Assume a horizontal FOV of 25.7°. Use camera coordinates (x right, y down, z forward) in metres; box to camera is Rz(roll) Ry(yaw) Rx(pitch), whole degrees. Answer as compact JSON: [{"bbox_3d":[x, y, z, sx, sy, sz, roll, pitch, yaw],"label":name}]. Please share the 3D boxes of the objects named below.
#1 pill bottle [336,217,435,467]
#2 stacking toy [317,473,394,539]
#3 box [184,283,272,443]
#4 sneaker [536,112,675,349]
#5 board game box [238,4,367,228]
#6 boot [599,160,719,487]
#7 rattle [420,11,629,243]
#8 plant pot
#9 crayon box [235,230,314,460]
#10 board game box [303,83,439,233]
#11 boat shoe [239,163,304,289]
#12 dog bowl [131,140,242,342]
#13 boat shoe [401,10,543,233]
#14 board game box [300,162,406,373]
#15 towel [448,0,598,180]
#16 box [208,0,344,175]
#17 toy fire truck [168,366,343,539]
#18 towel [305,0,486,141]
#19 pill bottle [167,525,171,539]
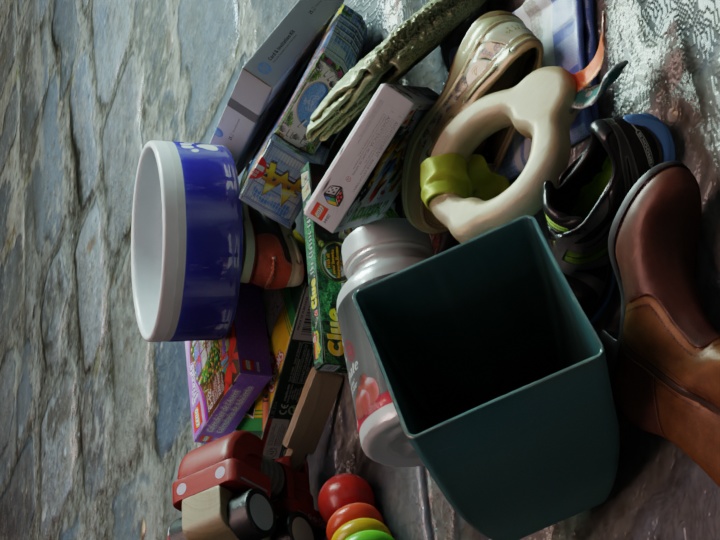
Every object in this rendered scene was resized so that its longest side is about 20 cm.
[{"bbox_3d":[0.039,0.059,1.366,0.111,0.110,0.201,-50,41,46],"label":"pill bottle"},{"bbox_3d":[0.002,0.260,1.427,0.200,0.085,0.086,-116,42,-54],"label":"stacking toy"},{"bbox_3d":[-0.145,0.064,1.670,0.137,0.039,0.201,125,145,-45],"label":"box"},{"bbox_3d":[0.161,-0.032,1.182,0.071,0.082,0.200,56,133,46],"label":"sneaker"},{"bbox_3d":[-0.054,-0.137,1.560,0.200,0.061,0.200,-57,9,28],"label":"board game box"},{"bbox_3d":[0.233,0.043,1.043,0.200,0.068,0.189,41,119,58],"label":"boot"},{"bbox_3d":[0.156,-0.088,1.242,0.200,0.143,0.130,-45,26,6],"label":"rattle"},{"bbox_3d":[0.104,0.098,1.134,0.200,0.141,0.142,66,-179,-45],"label":"plant pot"},{"bbox_3d":[-0.090,0.074,1.666,0.173,0.058,0.201,44,122,57],"label":"crayon box"},{"bbox_3d":[0.019,-0.100,1.368,0.127,0.035,0.200,-57,-8,12],"label":"board game box"},{"bbox_3d":[-0.096,-0.045,1.613,0.200,0.062,0.072,-103,23,-59],"label":"boat shoe"},{"bbox_3d":[-0.177,-0.029,1.590,0.200,0.078,0.202,-179,90,-73],"label":"dog bowl"},{"bbox_3d":[0.091,-0.113,1.306,0.063,0.073,0.201,53,130,51],"label":"boat shoe"},{"bbox_3d":[0.000,0.000,1.462,0.023,0.104,0.201,-37,50,52],"label":"board game box"},{"bbox_3d":[0.133,-0.155,1.335,0.200,0.024,0.148,-26,62,58],"label":"towel"},{"bbox_3d":[-0.097,-0.187,1.652,0.156,0.041,0.200,-56,-2,-36],"label":"box"},{"bbox_3d":[-0.087,0.191,1.526,0.128,0.176,0.201,-25,50,27],"label":"toy fire truck"},{"bbox_3d":[0.038,-0.195,1.385,0.037,0.200,0.148,49,144,-4],"label":"towel"},{"bbox_3d":[-0.144,0.363,1.636,0.114,0.113,0.201,-31,56,56],"label":"pill bottle"}]
